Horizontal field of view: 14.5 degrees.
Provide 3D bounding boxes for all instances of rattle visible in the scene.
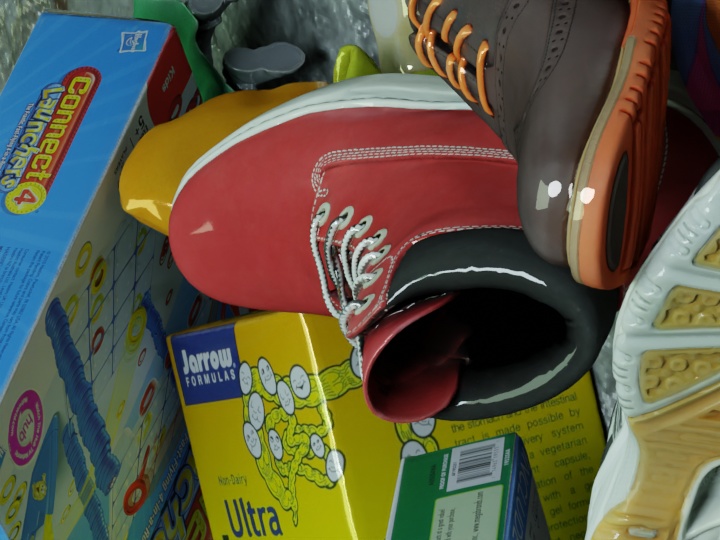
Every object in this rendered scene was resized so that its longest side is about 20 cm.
[{"bbox_3d":[0.022,-0.076,0.907,0.200,0.143,0.130,165,110,-66],"label":"rattle"}]

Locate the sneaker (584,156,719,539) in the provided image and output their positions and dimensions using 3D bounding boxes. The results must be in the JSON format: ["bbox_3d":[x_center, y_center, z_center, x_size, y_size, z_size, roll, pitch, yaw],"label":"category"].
[{"bbox_3d":[0.101,0.018,0.768,0.088,0.076,0.200,-78,4,-49],"label":"sneaker"}]

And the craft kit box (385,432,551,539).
[{"bbox_3d":[0.048,0.182,0.833,0.200,0.049,0.198,-75,-32,-63],"label":"craft kit box"}]

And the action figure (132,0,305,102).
[{"bbox_3d":[-0.067,-0.036,1.150,0.118,0.055,0.200,59,153,25],"label":"action figure"}]

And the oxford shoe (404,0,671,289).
[{"bbox_3d":[0.046,-0.053,0.768,0.200,0.073,0.071,-81,-5,-64],"label":"oxford shoe"}]

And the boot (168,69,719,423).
[{"bbox_3d":[0.000,0.000,0.839,0.200,0.144,0.072,-7,115,35],"label":"boot"}]

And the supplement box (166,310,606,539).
[{"bbox_3d":[0.021,0.103,1.002,0.109,0.109,0.200,-14,89,60],"label":"supplement box"}]

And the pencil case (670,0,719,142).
[{"bbox_3d":[0.163,-0.066,0.722,0.200,0.088,0.088,11,111,58],"label":"pencil case"}]

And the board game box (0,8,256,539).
[{"bbox_3d":[-0.100,0.045,1.030,0.056,0.200,0.196,6,144,20],"label":"board game box"}]
